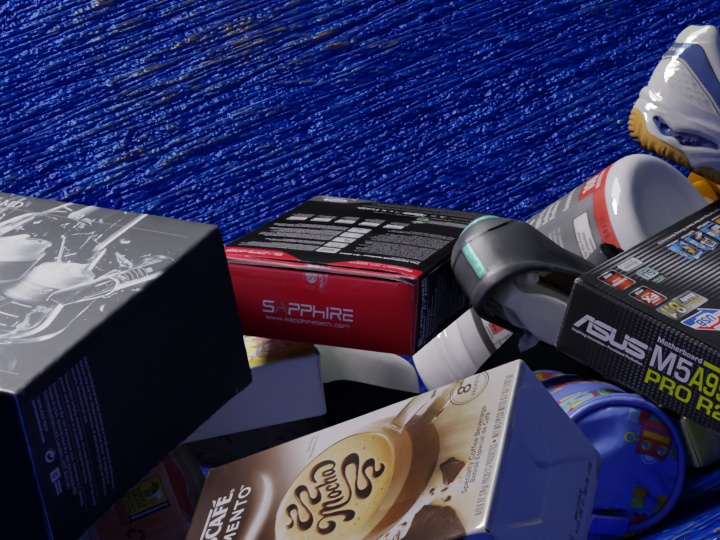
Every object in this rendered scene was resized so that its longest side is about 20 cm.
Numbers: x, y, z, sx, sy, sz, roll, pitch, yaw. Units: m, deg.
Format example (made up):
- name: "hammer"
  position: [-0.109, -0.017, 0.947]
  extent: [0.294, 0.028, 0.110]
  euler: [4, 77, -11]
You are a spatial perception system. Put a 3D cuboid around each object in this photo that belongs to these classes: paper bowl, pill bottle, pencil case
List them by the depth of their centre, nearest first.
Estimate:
- name: "pencil case"
  position: [0.121, 0.104, 1.444]
  extent: [0.077, 0.088, 0.200]
  euler: [3, 1, -7]
- name: "pill bottle"
  position: [0.133, 0.019, 1.679]
  extent: [0.200, 0.116, 0.116]
  euler: [-34, -4, 34]
- name: "paper bowl"
  position: [-0.040, 0.094, 1.706]
  extent: [0.199, 0.105, 0.201]
  euler: [15, -5, 1]

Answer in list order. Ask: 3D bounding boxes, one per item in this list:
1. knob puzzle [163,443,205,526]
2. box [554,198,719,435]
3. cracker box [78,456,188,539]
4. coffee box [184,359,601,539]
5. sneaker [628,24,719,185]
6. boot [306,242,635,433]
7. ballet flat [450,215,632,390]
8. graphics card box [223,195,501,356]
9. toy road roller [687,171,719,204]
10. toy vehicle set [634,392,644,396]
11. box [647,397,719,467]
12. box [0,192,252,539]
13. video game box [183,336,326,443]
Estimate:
- name: "knob puzzle"
  position: [-0.145, 0.138, 1.668]
  extent: [0.030, 0.221, 0.219]
  euler: [-24, 3, -22]
- name: "box"
  position: [0.222, 0.031, 1.415]
  extent: [0.160, 0.045, 0.200]
  euler: [28, 29, 25]
- name: "cracker box"
  position: [-0.137, 0.179, 1.481]
  extent: [0.057, 0.135, 0.200]
  euler: [-21, 3, -19]
- name: "coffee box"
  position: [0.009, 0.135, 1.269]
  extent: [0.199, 0.080, 0.113]
  euler: [-22, 34, 31]
- name: "sneaker"
  position: [0.258, -0.074, 1.503]
  extent: [0.089, 0.199, 0.075]
  euler: [-64, 14, 4]
- name: "boot"
  position: [0.086, 0.058, 1.558]
  extent: [0.200, 0.066, 0.164]
  euler: [-39, -42, 22]
- name: "ballet flat"
  position: [0.138, 0.034, 1.479]
  extent: [0.199, 0.074, 0.073]
  euler: [26, -22, -25]
- name: "graphics card box"
  position: [0.000, 0.000, 1.513]
  extent: [0.124, 0.051, 0.200]
  euler: [6, 14, 15]
- name: "toy road roller"
  position: [0.238, -0.008, 1.734]
  extent: [0.145, 0.123, 0.200]
  euler: [-21, -22, -27]
- name: "toy vehicle set"
  position: [0.243, 0.036, 1.629]
  extent: [0.200, 0.027, 0.124]
  euler: [-34, -15, 31]
- name: "box"
  position: [0.257, 0.066, 1.557]
  extent: [0.199, 0.037, 0.144]
  euler: [-24, 2, -15]
- name: "box"
  position: [-0.195, 0.048, 1.410]
  extent: [0.199, 0.105, 0.182]
  euler: [9, 33, 32]
- name: "video game box"
  position: [-0.128, 0.054, 1.558]
  extent: [0.198, 0.047, 0.182]
  euler: [-11, 19, -3]
